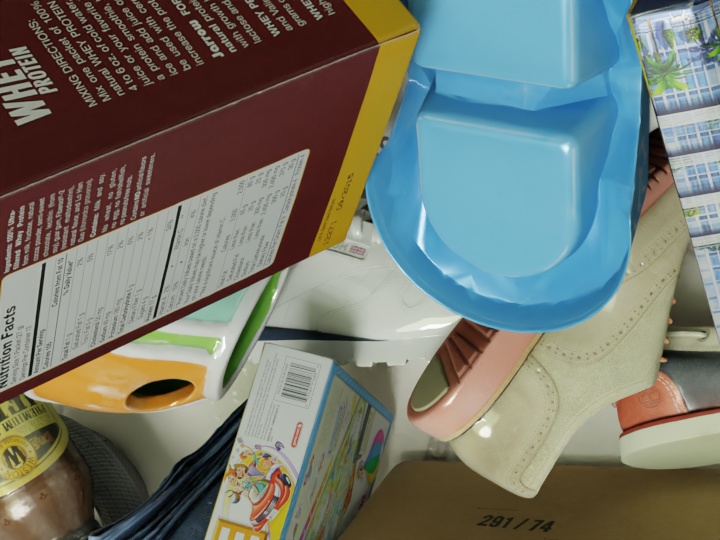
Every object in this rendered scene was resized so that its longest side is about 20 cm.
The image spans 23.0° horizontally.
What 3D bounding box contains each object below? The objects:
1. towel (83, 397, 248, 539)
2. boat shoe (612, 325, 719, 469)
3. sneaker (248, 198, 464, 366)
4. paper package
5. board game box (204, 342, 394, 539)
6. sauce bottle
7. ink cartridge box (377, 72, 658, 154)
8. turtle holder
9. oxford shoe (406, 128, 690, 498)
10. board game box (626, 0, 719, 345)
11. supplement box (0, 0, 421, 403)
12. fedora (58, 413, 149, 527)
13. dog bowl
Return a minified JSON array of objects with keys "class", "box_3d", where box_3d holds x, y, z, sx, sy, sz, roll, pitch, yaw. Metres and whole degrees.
[{"class":"towel","box_3d":[-0.076,0.136,0.848,0.048,0.200,0.112,16,115,14]},{"class":"boat shoe","box_3d":[0.202,0.039,0.763,0.200,0.071,0.063,-14,64,27]},{"class":"sneaker","box_3d":[0.000,0.000,0.839,0.199,0.076,0.081,-2,97,24]},{"class":"paper package","box_3d":[0.079,0.171,0.794,0.199,0.191,0.104,-1,110,24]},{"class":"board game box","box_3d":[-0.040,0.145,0.816,0.034,0.134,0.201,14,78,16]},{"class":"sauce bottle","box_3d":[-0.174,0.088,0.872,0.065,0.065,0.200,-40,81,31]},{"class":"ink cartridge box","box_3d":[0.036,-0.123,0.741,0.200,0.085,0.144,49,134,-7]},{"class":"turtle holder","box_3d":[-0.097,-0.016,0.798,0.131,0.186,0.141,25,126,6]},{"class":"oxford shoe","box_3d":[0.109,0.009,0.766,0.074,0.071,0.200,42,91,-13]},{"class":"board game box","box_3d":[0.177,-0.057,0.687,0.062,0.200,0.200,-7,120,28]},{"class":"supplement box","box_3d":[-0.126,-0.082,0.661,0.197,0.200,0.133,51,148,21]},{"class":"fedora","box_3d":[-0.183,0.160,0.967,0.176,0.090,0.200,25,105,12]},{"class":"dog bowl","box_3d":[0.058,-0.073,0.669,0.111,0.050,0.200,12,127,25]}]
